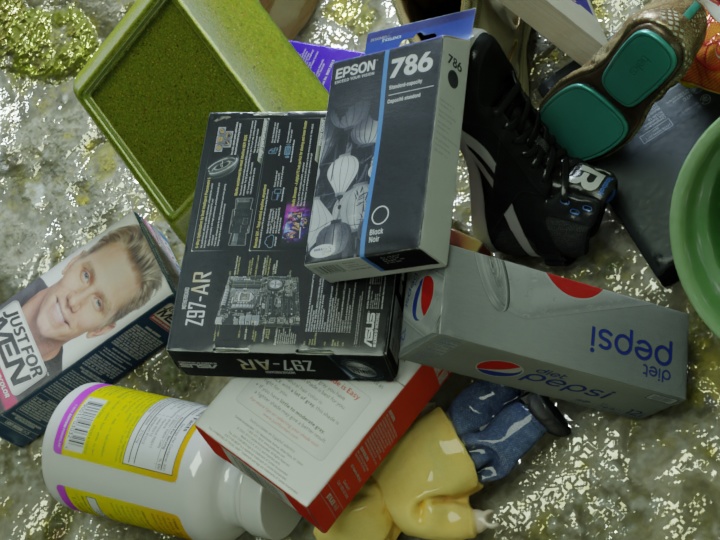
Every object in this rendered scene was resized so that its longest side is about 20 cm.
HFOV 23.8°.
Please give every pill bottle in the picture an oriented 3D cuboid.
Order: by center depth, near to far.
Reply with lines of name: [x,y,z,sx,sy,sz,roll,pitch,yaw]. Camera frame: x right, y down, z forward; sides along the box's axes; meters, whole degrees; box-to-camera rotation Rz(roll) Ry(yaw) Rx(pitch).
pill bottle: [-0.141,0.153,1.323,0.200,0.104,0.104,9,72,29]

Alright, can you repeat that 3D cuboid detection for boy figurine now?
boy figurine: [0.057,0.150,1.250,0.200,0.064,0.124,-39,56,6]

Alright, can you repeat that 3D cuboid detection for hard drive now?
hard drive: [0.239,-0.103,1.297,0.139,0.033,0.200,-33,57,9]

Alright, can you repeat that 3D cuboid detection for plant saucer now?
plant saucer: [-0.140,-0.134,1.370,0.200,0.048,0.200,53,126,10]

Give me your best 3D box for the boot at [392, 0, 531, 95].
boot: [0.079,-0.221,1.356,0.073,0.155,0.200,-10,63,23]

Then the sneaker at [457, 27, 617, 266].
sneaker: [0.133,-0.090,1.255,0.112,0.200,0.073,11,49,27]

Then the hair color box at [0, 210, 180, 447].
hair color box: [-0.241,0.050,1.446,0.200,0.061,0.100,-35,57,7]

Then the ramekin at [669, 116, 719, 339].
ramekin: [0.306,-0.035,1.088,0.200,0.098,0.200,9,112,23]

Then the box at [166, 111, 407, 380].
box: [-0.044,-0.021,1.232,0.160,0.044,0.200,0,62,13]

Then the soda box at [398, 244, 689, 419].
soda box: [0.130,0.045,1.188,0.063,0.200,0.068,-35,43,59]

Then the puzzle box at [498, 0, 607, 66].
puzzle box: [0.107,-0.244,1.313,0.025,0.200,0.133,-43,33,24]

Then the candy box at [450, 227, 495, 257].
candy box: [0.000,0.000,1.354,0.200,0.056,0.117,26,81,34]

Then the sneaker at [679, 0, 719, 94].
sneaker: [0.265,-0.152,1.225,0.200,0.073,0.077,-105,27,-56]

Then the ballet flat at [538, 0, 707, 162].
ballet flat: [0.193,-0.138,1.242,0.071,0.200,0.065,46,61,-3]

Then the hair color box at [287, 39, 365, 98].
hair color box: [-0.051,-0.141,1.412,0.200,0.109,0.065,12,73,30]

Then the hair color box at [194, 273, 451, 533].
hair color box: [-0.011,0.074,1.235,0.111,0.064,0.200,33,75,25]

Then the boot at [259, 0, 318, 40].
boot: [-0.103,-0.282,1.536,0.144,0.071,0.201,8,68,35]

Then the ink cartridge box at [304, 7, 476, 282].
ink cartridge box: [0.021,-0.094,1.180,0.099,0.039,0.200,-10,62,35]
